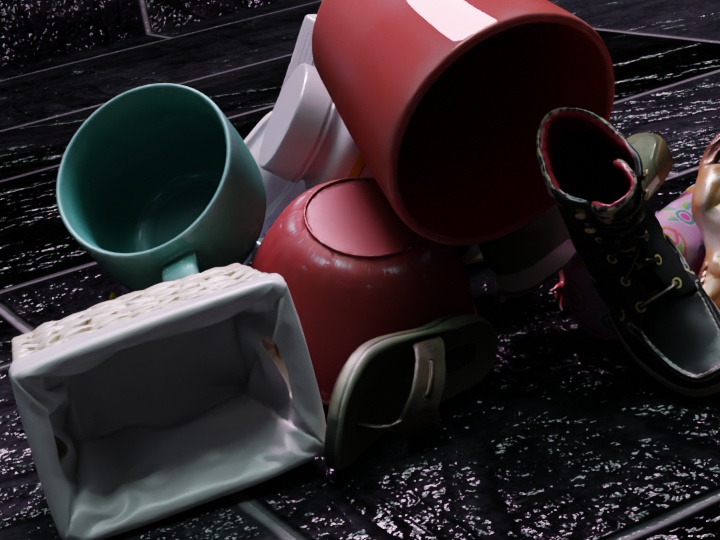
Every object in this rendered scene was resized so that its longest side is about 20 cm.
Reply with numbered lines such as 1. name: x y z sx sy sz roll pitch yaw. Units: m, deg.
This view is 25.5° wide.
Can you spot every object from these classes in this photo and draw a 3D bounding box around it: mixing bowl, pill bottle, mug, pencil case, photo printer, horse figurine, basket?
1. mixing bowl: 0.000 0.000 1.238 0.198 0.109 0.201 3 41 -2
2. pill bottle: 0.022 -0.093 1.350 0.198 0.115 0.114 23 11 -15
3. mug: -0.155 -0.040 1.268 0.150 0.187 0.115 5 -23 21
4. pencil case: 0.249 -0.009 1.298 0.087 0.088 0.199 7 24 42
5. photo printer: -0.118 -0.046 1.461 0.201 0.069 0.166 -51 1 -2
6. horse figurine: 0.308 -0.034 1.245 0.131 0.202 0.050 -7 -20 2
7. basket: -0.141 0.085 1.120 0.198 0.137 0.123 -19 17 -15

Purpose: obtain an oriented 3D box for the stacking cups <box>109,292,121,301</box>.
1. stacking cups: -0.105 0.035 1.308 0.198 0.061 0.061 -8 17 -4

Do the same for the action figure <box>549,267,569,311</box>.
1. action figure: 0.177 -0.013 1.398 0.065 0.100 0.199 -1 -3 34

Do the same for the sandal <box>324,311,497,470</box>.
1. sandal: 0.044 0.082 1.144 0.057 0.081 0.200 22 33 35

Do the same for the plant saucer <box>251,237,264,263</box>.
1. plant saucer: -0.004 -0.004 1.386 0.198 0.071 0.019 -10 14 -33

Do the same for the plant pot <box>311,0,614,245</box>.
1. plant pot: 0.063 -0.147 1.204 0.199 0.202 0.177 -18 43 -24

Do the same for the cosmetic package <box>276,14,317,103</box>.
1. cosmetic package: 0.058 -0.163 1.590 0.199 0.124 0.198 36 29 29

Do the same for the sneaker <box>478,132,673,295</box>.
1. sneaker: 0.170 -0.072 1.292 0.200 0.090 0.067 -39 25 -20

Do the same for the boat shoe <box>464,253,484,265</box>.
1. boat shoe: 0.061 -0.037 1.474 0.198 0.073 0.072 -13 18 -29

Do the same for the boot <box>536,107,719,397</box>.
1. boot: 0.194 -0.015 1.130 0.073 0.151 0.201 -29 55 4
